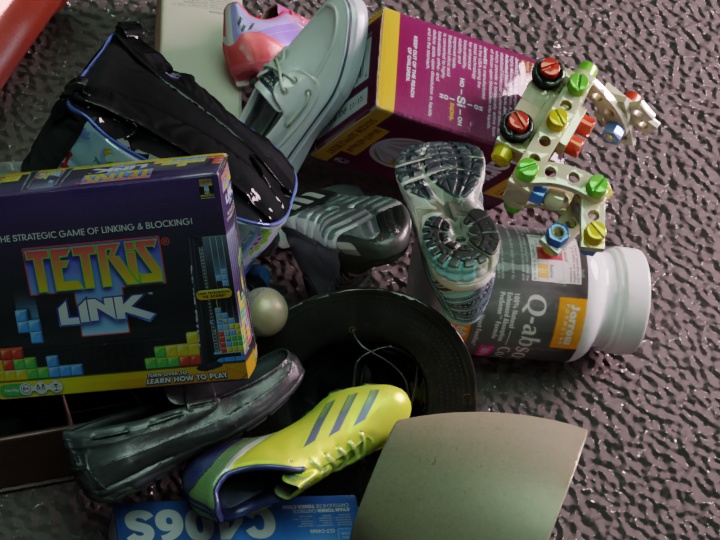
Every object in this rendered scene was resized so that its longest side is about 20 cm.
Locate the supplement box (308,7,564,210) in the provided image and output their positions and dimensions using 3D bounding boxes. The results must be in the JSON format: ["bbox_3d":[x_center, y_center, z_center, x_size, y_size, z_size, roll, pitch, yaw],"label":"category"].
[{"bbox_3d":[0.070,-0.142,1.827,0.199,0.131,0.104,15,66,-25],"label":"supplement box"}]

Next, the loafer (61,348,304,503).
[{"bbox_3d":[-0.136,0.108,1.567,0.200,0.068,0.071,-28,103,-17],"label":"loafer"}]

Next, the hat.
[{"bbox_3d":[-0.002,0.099,1.685,0.199,0.202,0.081,17,11,-2],"label":"hat"}]

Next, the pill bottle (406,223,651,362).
[{"bbox_3d":[0.146,0.020,1.775,0.198,0.117,0.117,5,52,-11],"label":"pill bottle"}]

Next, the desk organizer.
[{"bbox_3d":[-0.213,0.116,1.628,0.199,0.077,0.072,-9,56,-21],"label":"desk organizer"}]

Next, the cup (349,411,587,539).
[{"bbox_3d":[0.075,0.191,1.573,0.142,0.201,0.201,22,51,5],"label":"cup"}]

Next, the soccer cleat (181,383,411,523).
[{"bbox_3d":[-0.043,0.149,1.589,0.199,0.065,0.084,-20,28,-18],"label":"soccer cleat"}]

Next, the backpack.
[{"bbox_3d":[-0.161,-0.071,1.625,0.199,0.147,0.183,32,28,-6],"label":"backpack"}]

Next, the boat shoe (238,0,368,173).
[{"bbox_3d":[-0.060,-0.154,1.772,0.066,0.201,0.074,11,22,-39],"label":"boat shoe"}]

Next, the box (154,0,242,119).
[{"bbox_3d":[-0.153,-0.189,1.883,0.081,0.069,0.201,7,52,-10],"label":"box"}]

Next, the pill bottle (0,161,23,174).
[{"bbox_3d":[-0.347,-0.032,1.681,0.198,0.114,0.114,-3,54,-17],"label":"pill bottle"}]

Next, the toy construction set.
[{"bbox_3d":[0.187,-0.108,1.751,0.131,0.092,0.200,29,50,7],"label":"toy construction set"}]

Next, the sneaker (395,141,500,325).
[{"bbox_3d":[0.070,-0.033,1.680,0.077,0.087,0.201,-2,37,-2],"label":"sneaker"}]

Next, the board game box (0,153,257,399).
[{"bbox_3d":[-0.187,0.006,1.525,0.198,0.167,0.057,-6,21,7],"label":"board game box"}]

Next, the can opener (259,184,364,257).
[{"bbox_3d":[-0.091,-0.048,1.792,0.199,0.067,0.054,-9,55,-29],"label":"can opener"}]

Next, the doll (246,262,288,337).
[{"bbox_3d":[-0.137,0.030,1.667,0.199,0.049,0.136,7,39,41],"label":"doll"}]

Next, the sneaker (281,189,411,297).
[{"bbox_3d":[0.000,0.000,1.698,0.075,0.116,0.200,-23,18,-19],"label":"sneaker"}]

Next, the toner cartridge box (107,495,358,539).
[{"bbox_3d":[-0.095,0.230,1.595,0.198,0.043,0.096,-1,55,-16],"label":"toner cartridge box"}]

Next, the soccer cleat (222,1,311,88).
[{"bbox_3d":[-0.057,-0.214,1.884,0.199,0.066,0.077,-13,91,-54],"label":"soccer cleat"}]

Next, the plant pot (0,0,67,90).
[{"bbox_3d":[-0.362,-0.248,1.805,0.199,0.201,0.196,22,59,2],"label":"plant pot"}]
